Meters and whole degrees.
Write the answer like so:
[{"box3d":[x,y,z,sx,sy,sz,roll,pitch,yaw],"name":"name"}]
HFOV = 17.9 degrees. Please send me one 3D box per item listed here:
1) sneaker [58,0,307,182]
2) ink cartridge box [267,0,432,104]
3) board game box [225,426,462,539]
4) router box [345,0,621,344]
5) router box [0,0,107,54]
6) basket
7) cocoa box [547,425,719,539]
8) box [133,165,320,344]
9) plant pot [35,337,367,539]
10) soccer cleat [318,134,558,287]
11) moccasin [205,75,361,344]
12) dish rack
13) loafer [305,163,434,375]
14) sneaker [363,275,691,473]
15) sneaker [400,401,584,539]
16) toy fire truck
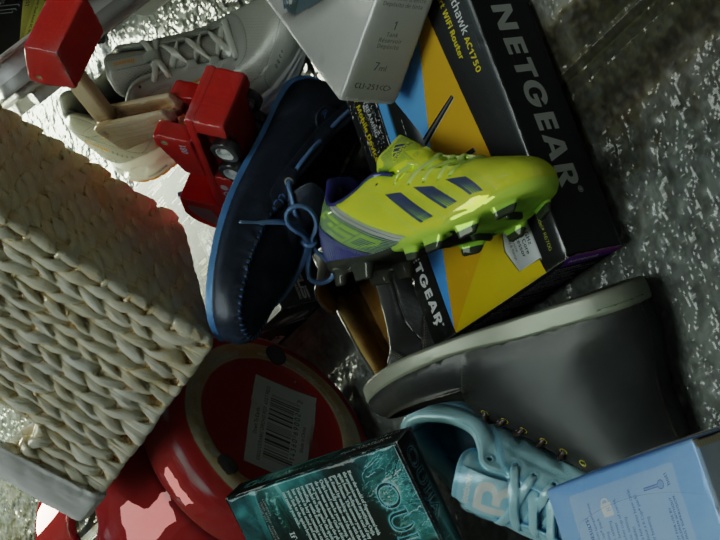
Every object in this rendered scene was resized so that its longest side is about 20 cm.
[{"box3d":[-0.123,-0.134,1.571,0.199,0.092,0.076,-34,50,26],"name":"sneaker"},{"box3d":[-0.006,-0.231,1.426,0.200,0.044,0.177,55,132,45],"name":"ink cartridge box"},{"box3d":[0.014,0.210,1.450,0.134,0.028,0.201,-20,100,28],"name":"board game box"},{"box3d":[0.068,-0.074,1.414,0.149,0.051,0.201,-37,69,51],"name":"router box"},{"box3d":[-0.240,-0.248,1.684,0.052,0.156,0.201,52,136,29],"name":"router box"},{"box3d":[-0.222,0.021,1.502,0.161,0.198,0.200,-50,25,16],"name":"basket"},{"box3d":[0.213,0.184,1.234,0.133,0.130,0.202,-27,78,52],"name":"cocoa box"},{"box3d":[-0.116,-0.003,1.685,0.200,0.043,0.161,-44,65,49],"name":"box"},{"box3d":[-0.105,0.155,1.590,0.201,0.199,0.183,59,135,23],"name":"plant pot"},{"box3d":[0.039,-0.046,1.364,0.200,0.064,0.084,-20,76,51],"name":"soccer cleat"},{"box3d":[-0.044,-0.044,1.478,0.068,0.201,0.081,9,155,19],"name":"moccasin"},{"box3d":[-0.189,-0.173,1.604,0.044,0.200,0.172,52,167,-8],"name":"dish rack"},{"box3d":[0.000,0.000,1.509,0.200,0.072,0.073,50,137,33],"name":"loafer"},{"box3d":[0.096,0.083,1.368,0.199,0.075,0.107,-20,87,31],"name":"sneaker"},{"box3d":[0.099,0.140,1.412,0.200,0.081,0.075,33,126,43],"name":"sneaker"},{"box3d":[-0.133,-0.099,1.517,0.140,0.049,0.200,13,153,17],"name":"toy fire truck"}]
